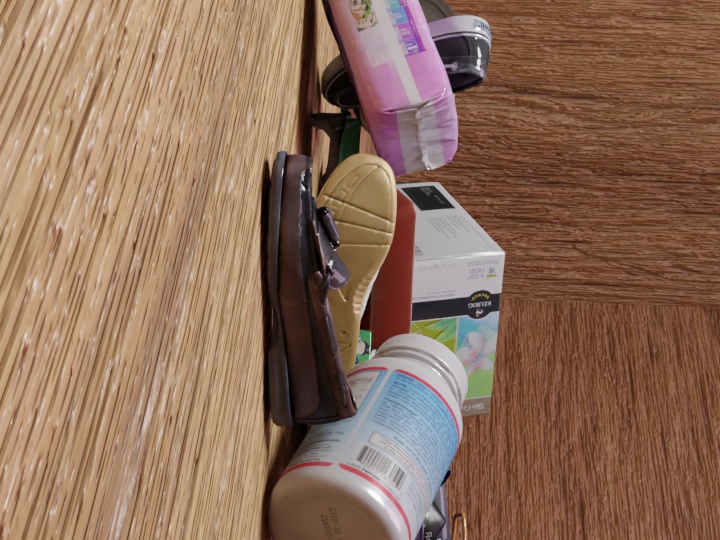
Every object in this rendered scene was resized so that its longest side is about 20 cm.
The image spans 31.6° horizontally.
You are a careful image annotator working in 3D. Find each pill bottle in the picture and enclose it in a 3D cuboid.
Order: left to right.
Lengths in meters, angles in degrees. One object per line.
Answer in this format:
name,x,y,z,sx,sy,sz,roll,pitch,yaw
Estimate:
pill bottle,0.014,0.138,0.973,0.200,0.108,0.109,-55,152,-51

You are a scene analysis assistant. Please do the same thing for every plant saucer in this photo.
plant saucer,0.000,0.000,1.258,0.200,0.037,0.201,-132,-139,-61

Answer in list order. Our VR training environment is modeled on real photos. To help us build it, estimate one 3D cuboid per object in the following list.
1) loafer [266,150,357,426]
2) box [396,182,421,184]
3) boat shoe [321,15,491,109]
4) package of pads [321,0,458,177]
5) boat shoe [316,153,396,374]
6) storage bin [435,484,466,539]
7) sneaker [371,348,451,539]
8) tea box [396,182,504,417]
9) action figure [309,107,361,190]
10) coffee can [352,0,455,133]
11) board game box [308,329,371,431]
loafer,-0.031,0.015,0.877,0.072,0.063,0.201,-82,174,-68
box,0.023,-0.010,1.603,0.200,0.105,0.123,-84,173,-53
boat shoe,0.039,-0.175,1.194,0.073,0.199,0.068,23,63,-48
package of pads,0.021,-0.191,1.087,0.121,0.075,0.201,79,-7,-65
boat shoe,-0.022,0.001,1.055,0.069,0.070,0.201,-154,-100,-80
storage bin,0.031,0.222,1.260,0.200,0.145,0.135,137,-45,-73
sneaker,0.035,0.163,1.137,0.076,0.087,0.201,106,-11,-49
tea box,0.054,0.033,1.381,0.200,0.133,0.198,-125,-148,-60
action figure,-0.022,-0.040,1.151,0.118,0.054,0.201,-85,173,-76
coffee can,0.054,-0.261,1.654,0.200,0.146,0.147,82,11,-78
board game box,-0.024,0.155,1.146,0.200,0.029,0.135,111,-16,-61
